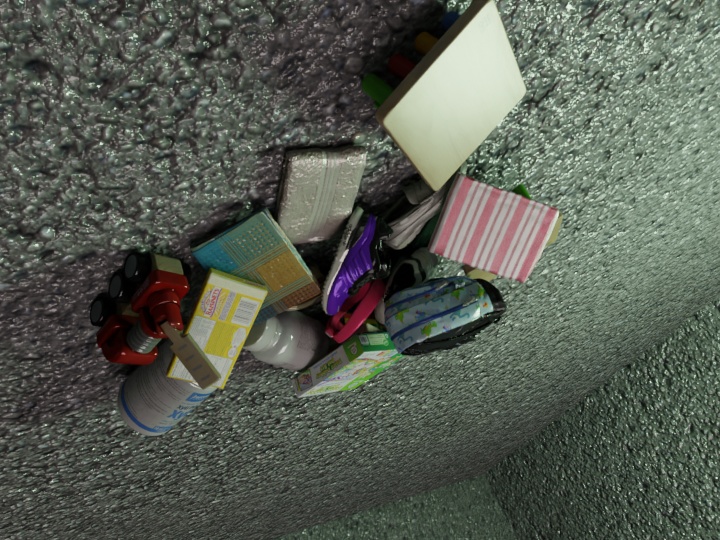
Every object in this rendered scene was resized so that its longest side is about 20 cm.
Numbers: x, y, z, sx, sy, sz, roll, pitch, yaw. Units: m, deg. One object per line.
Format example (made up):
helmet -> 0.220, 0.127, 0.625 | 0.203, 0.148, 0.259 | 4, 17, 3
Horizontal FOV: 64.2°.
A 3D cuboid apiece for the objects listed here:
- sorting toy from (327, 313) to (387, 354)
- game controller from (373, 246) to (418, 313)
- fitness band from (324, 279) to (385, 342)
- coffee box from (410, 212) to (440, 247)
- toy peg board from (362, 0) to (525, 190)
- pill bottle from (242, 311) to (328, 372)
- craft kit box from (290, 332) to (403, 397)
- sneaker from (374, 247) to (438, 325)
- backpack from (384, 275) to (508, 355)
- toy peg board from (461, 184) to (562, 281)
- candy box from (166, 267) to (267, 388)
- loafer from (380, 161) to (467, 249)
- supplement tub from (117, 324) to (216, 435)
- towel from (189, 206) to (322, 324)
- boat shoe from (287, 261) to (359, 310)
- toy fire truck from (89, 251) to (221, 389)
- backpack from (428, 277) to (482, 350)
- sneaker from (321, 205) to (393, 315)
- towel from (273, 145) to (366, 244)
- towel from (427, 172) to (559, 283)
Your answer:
sorting toy -> -0.029, 0.159, 1.285 | 0.198, 0.071, 0.198 | -24, 152, 21
game controller -> 0.076, 0.020, 1.228 | 0.103, 0.042, 0.201 | -19, 151, -40
fitness band -> -0.008, 0.071, 1.119 | 0.144, 0.037, 0.200 | -46, -174, 5
coffee box -> 0.196, -0.100, 1.126 | 0.197, 0.044, 0.124 | -4, 142, -32
toy peg board -> 0.110, -0.254, 0.808 | 0.199, 0.098, 0.200 | -47, 147, 5
pill bottle -> -0.158, 0.128, 1.128 | 0.114, 0.115, 0.199 | -35, 148, 15
craft kit box -> -0.011, 0.193, 1.187 | 0.197, 0.049, 0.199 | -35, 157, 30
sneaker -> 0.071, 0.037, 1.126 | 0.080, 0.074, 0.201 | -24, 151, -49
backpack -> 0.139, 0.084, 1.051 | 0.199, 0.155, 0.163 | -32, 176, -23
toy peg board -> 0.277, -0.068, 1.125 | 0.198, 0.099, 0.199 | -31, 164, 8
candy box -> -0.240, 0.101, 0.959 | 0.101, 0.026, 0.202 | 20, 106, -25
loafer -> 0.103, -0.124, 0.998 | 0.069, 0.070, 0.200 | 33, 106, -30
supplement tub -> -0.352, 0.207, 1.085 | 0.199, 0.133, 0.131 | -40, 146, 22
towel -> -0.168, -0.002, 0.953 | 0.145, 0.022, 0.201 | -25, 130, 10
boat shoe -> -0.093, 0.019, 1.073 | 0.197, 0.076, 0.075 | -12, 116, -26
toy fire truck -> -0.314, 0.101, 0.892 | 0.176, 0.202, 0.128 | -43, 144, 25
backpack -> 0.163, 0.093, 1.258 | 0.165, 0.128, 0.200 | 21, 154, -11
sneaker -> 0.000, 0.000, 0.998 | 0.070, 0.098, 0.203 | -61, 173, -70
towel -> -0.072, -0.114, 0.920 | 0.131, 0.035, 0.201 | -11, 145, -25
towel -> 0.227, -0.071, 0.992 | 0.197, 0.030, 0.148 | 18, 110, -9
